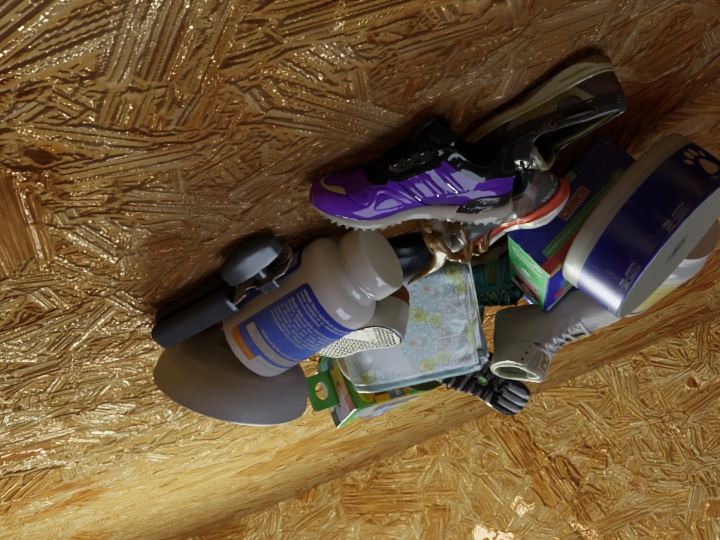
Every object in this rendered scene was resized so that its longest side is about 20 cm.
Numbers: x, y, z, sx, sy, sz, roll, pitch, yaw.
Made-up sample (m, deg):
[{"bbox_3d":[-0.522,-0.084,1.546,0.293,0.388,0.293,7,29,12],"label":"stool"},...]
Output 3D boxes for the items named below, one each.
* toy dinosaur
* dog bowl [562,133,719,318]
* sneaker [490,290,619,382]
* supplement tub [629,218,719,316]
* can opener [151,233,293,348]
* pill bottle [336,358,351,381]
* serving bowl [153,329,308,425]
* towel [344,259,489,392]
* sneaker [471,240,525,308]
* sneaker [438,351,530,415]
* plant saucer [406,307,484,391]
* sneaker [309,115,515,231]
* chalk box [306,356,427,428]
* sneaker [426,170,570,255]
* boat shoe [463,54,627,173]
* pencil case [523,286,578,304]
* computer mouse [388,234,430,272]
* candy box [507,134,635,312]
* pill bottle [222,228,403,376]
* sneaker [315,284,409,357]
[{"bbox_3d":[0.091,-0.038,0.825,0.060,0.106,0.200,-50,146,-19],"label":"toy dinosaur"},{"bbox_3d":[0.320,-0.046,0.805,0.200,0.079,0.201,-37,154,-22],"label":"dog bowl"},{"bbox_3d":[0.270,0.098,0.995,0.199,0.116,0.074,-19,131,39],"label":"sneaker"},{"bbox_3d":[0.426,-0.029,1.092,0.145,0.146,0.200,-14,159,-16],"label":"supplement tub"},{"bbox_3d":[-0.163,0.017,0.809,0.199,0.054,0.067,-28,126,19],"label":"can opener"},{"bbox_3d":[0.063,0.120,1.171,0.199,0.110,0.109,0,151,-43],"label":"pill bottle"},{"bbox_3d":[-0.157,0.121,0.922,0.199,0.200,0.066,3,107,-47],"label":"serving bowl"},{"bbox_3d":[0.068,0.074,0.990,0.199,0.172,0.048,-12,-157,3],"label":"towel"},{"bbox_3d":[0.193,0.020,1.045,0.200,0.080,0.078,-36,138,8],"label":"sneaker"},{"bbox_3d":[0.158,0.139,1.101,0.076,0.200,0.116,-52,-168,9],"label":"sneaker"},{"bbox_3d":[0.114,0.086,1.104,0.199,0.031,0.201,-19,120,-38],"label":"plant saucer"},{"bbox_3d":[0.050,-0.098,0.684,0.199,0.070,0.100,-3,129,-5],"label":"sneaker"},{"bbox_3d":[0.003,0.189,1.269,0.199,0.125,0.124,-12,159,-25],"label":"chalk box"},{"bbox_3d":[0.139,-0.079,0.831,0.082,0.077,0.199,40,139,-24],"label":"sneaker"},{"bbox_3d":[0.165,-0.127,0.710,0.073,0.065,0.200,-2,153,-44],"label":"boat shoe"},{"bbox_3d":[0.307,0.025,1.117,0.077,0.087,0.200,-11,179,-3],"label":"pencil case"},{"bbox_3d":[0.000,0.000,0.919,0.199,0.034,0.059,-18,160,-6],"label":"computer mouse"},{"bbox_3d":[0.267,-0.049,0.912,0.169,0.077,0.200,-45,158,-2],"label":"candy box"},{"bbox_3d":[-0.053,0.032,0.833,0.199,0.113,0.112,-31,157,24],"label":"pill bottle"},{"bbox_3d":[-0.016,0.058,0.926,0.199,0.085,0.073,-9,140,38],"label":"sneaker"}]
